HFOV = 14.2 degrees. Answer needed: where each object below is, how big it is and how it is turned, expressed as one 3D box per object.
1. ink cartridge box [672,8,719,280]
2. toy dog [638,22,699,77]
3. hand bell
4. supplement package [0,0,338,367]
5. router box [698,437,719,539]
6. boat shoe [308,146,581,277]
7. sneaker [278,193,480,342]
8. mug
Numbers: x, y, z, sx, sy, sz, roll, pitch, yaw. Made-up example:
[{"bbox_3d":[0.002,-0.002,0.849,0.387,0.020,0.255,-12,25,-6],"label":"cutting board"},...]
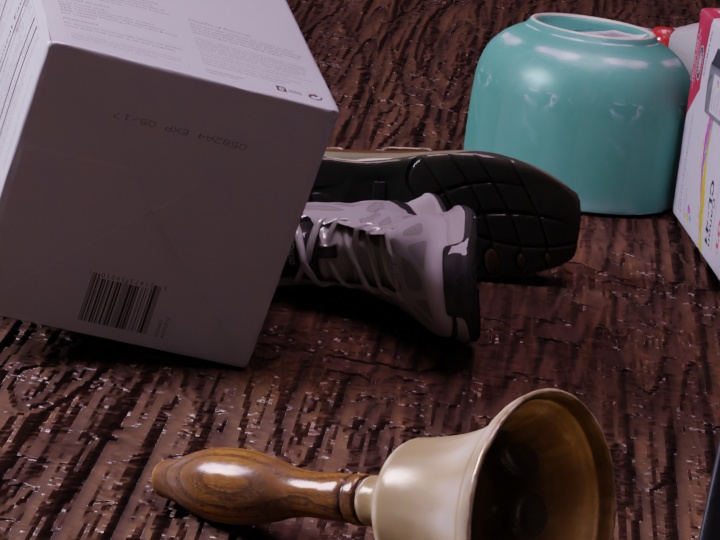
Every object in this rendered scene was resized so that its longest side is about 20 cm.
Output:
[{"bbox_3d":[0.262,-0.079,1.838,0.085,0.148,0.200,7,13,-3],"label":"ink cartridge box"},{"bbox_3d":[0.272,-0.150,2.296,0.132,0.097,0.200,-2,2,-24],"label":"toy dog"},{"bbox_3d":[-0.006,0.095,1.190,0.200,0.104,0.104,2,8,38],"label":"hand bell"},{"bbox_3d":[-0.121,-0.073,1.497,0.151,0.151,0.200,13,23,-18],"label":"supplement package"},{"bbox_3d":[0.170,0.059,1.134,0.051,0.200,0.149,12,15,10],"label":"router box"},{"bbox_3d":[0.032,-0.043,1.727,0.199,0.076,0.074,8,11,-4],"label":"boat shoe"},{"bbox_3d":[0.000,0.000,1.575,0.115,0.076,0.200,-3,8,-8],"label":"sneaker"},{"bbox_3d":[0.150,-0.116,1.988,0.152,0.115,0.185,6,15,-6],"label":"mug"}]
